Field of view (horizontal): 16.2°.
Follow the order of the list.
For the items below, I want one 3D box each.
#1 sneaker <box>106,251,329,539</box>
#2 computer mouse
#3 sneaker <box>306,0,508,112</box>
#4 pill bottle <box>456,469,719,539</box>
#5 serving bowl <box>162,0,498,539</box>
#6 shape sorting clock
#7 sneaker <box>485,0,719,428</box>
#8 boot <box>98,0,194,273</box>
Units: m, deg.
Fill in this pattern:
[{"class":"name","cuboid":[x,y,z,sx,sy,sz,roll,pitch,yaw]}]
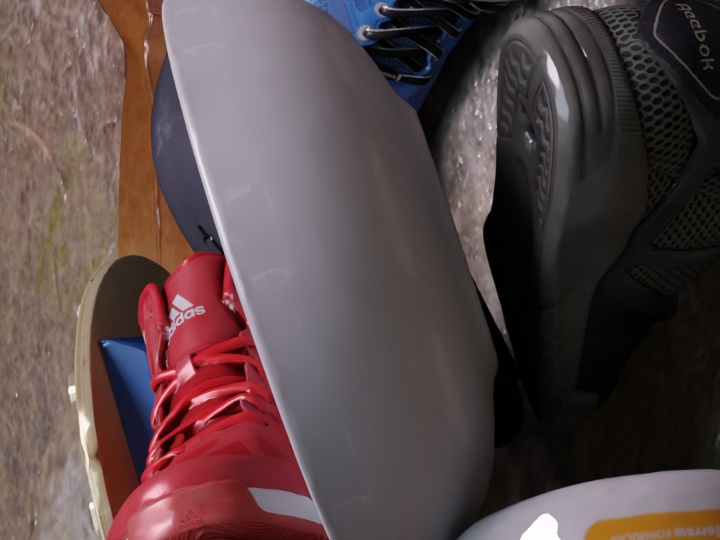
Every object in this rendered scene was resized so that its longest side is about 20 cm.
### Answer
[{"class":"sneaker","cuboid":[-0.056,0.049,0.820,0.200,0.078,0.116,70,180,-80]},{"class":"computer mouse","cuboid":[-0.018,-0.006,0.926,0.140,0.046,0.201,-19,96,58]},{"class":"sneaker","cuboid":[0.018,-0.114,0.934,0.089,0.078,0.201,47,123,53]},{"class":"pill bottle","cuboid":[0.092,0.168,0.733,0.116,0.116,0.201,-35,56,50]},{"class":"serving bowl","cuboid":[0.000,0.000,0.795,0.200,0.065,0.201,-18,-90,-88]},{"class":"shape sorting clock","cuboid":[-0.064,0.091,0.951,0.039,0.200,0.201,-13,69,14]},{"class":"sneaker","cuboid":[0.098,-0.017,0.792,0.200,0.114,0.077,93,162,-57]},{"class":"boot","cuboid":[-0.097,-0.084,1.149,0.188,0.068,0.201,-5,88,50]}]
